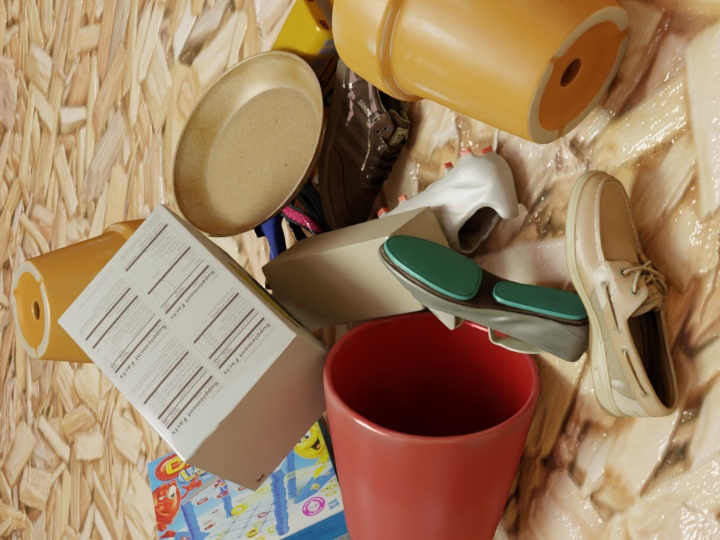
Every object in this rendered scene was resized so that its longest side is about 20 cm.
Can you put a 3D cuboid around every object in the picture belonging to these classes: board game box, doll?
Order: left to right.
[{"bbox_3d":[-0.113,0.240,1.468,0.196,0.199,0.056,-115,0,-55],"label":"board game box"},{"bbox_3d":[-0.107,-0.070,1.563,0.137,0.048,0.201,78,175,-66],"label":"doll"}]

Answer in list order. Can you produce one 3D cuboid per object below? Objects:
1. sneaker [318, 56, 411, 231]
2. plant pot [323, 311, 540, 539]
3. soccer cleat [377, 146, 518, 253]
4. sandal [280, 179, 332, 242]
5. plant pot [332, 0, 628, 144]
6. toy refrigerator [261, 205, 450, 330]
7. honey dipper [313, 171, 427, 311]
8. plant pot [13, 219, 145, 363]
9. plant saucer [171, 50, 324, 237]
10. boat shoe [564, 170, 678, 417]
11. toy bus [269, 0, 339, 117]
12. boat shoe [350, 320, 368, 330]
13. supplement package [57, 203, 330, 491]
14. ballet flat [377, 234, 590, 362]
[{"bbox_3d":[0.010,-0.129,1.389,0.075,0.070,0.202,12,103,33],"label":"sneaker"},{"bbox_3d":[0.059,0.164,1.286,0.200,0.199,0.179,40,136,45],"label":"plant pot"},{"bbox_3d":[0.073,-0.043,1.324,0.200,0.069,0.078,-37,68,49],"label":"soccer cleat"},{"bbox_3d":[-0.048,-0.041,1.498,0.201,0.045,0.075,57,174,31],"label":"sandal"},{"bbox_3d":[0.110,-0.203,1.146,0.183,0.199,0.201,38,128,27],"label":"plant pot"},{"bbox_3d":[0.000,0.000,1.339,0.199,0.070,0.076,-14,108,50],"label":"toy refrigerator"},{"bbox_3d":[0.013,-0.029,1.443,0.201,0.038,0.038,57,138,31],"label":"honey dipper"},{"bbox_3d":[-0.346,0.041,1.844,0.200,0.182,0.202,16,109,54],"label":"plant pot"},{"bbox_3d":[-0.105,-0.121,1.412,0.199,0.035,0.202,-18,60,33],"label":"plant saucer"},{"bbox_3d":[0.215,0.018,1.126,0.064,0.071,0.202,-4,101,50],"label":"boat shoe"},{"bbox_3d":[-0.043,-0.226,1.450,0.200,0.078,0.065,-55,52,45],"label":"toy bus"},{"bbox_3d":[0.005,0.107,1.438,0.072,0.064,0.202,37,131,50],"label":"boat shoe"},{"bbox_3d":[-0.141,0.074,1.319,0.151,0.152,0.200,-48,62,0],"label":"supplement package"},{"bbox_3d":[0.104,0.031,1.215,0.198,0.068,0.064,19,126,9],"label":"ballet flat"}]
